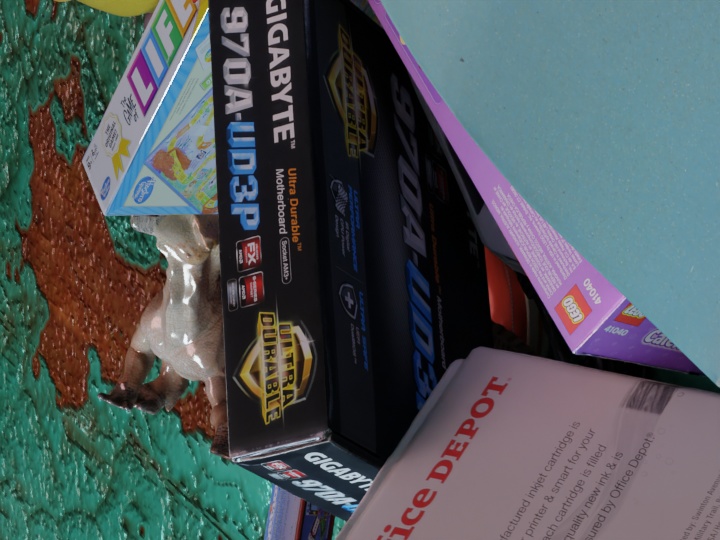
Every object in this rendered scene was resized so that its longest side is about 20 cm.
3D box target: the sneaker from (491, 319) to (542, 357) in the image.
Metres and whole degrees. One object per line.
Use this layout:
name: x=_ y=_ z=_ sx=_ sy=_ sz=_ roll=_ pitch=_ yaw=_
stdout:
sneaker: x=0.084 y=0.119 z=1.220 sx=0.200 sy=0.071 sz=0.113 roll=49 pitch=149 yaw=31

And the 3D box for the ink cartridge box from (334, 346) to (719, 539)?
ink cartridge box: x=0.100 y=0.118 z=1.029 sx=0.199 sy=0.147 sz=0.083 roll=10 pitch=140 yaw=35

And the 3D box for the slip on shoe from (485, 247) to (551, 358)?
slip on shoe: x=0.036 y=0.047 z=1.302 sx=0.074 sy=0.061 sz=0.200 roll=62 pitch=143 yaw=37

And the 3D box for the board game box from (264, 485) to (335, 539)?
board game box: x=-0.022 y=0.073 z=1.356 sx=0.103 sy=0.019 sz=0.201 roll=130 pitch=150 yaw=-71

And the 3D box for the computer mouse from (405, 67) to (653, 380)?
computer mouse: x=0.070 y=-0.031 z=1.168 sx=0.044 sy=0.110 sz=0.201 roll=-25 pitch=82 yaw=17

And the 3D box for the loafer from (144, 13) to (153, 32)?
loafer: x=-0.061 y=-0.070 z=1.382 sx=0.063 sy=0.072 sz=0.200 roll=51 pitch=170 yaw=22

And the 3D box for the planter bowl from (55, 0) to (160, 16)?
planter bowl: x=-0.041 y=-0.168 z=1.271 sx=0.083 sy=0.201 sz=0.200 roll=43 pitch=158 yaw=-19

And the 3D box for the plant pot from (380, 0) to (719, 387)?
plant pot: x=0.108 y=-0.095 z=0.980 sx=0.200 sy=0.141 sz=0.142 roll=39 pitch=134 yaw=18

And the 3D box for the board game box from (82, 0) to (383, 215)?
board game box: x=-0.022 y=-0.102 z=1.223 sx=0.200 sy=0.134 sz=0.034 roll=-59 pitch=44 yaw=40

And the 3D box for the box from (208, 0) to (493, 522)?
box: x=0.000 y=0.000 z=1.141 sx=0.046 sy=0.159 sz=0.201 roll=-15 pitch=64 yaw=24

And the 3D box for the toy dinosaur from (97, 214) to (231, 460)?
toy dinosaur: x=-0.060 y=0.015 z=1.379 sx=0.200 sy=0.086 sz=0.136 roll=28 pitch=-96 yaw=-81

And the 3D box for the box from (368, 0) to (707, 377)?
box: x=0.093 y=-0.045 z=1.096 sx=0.039 sy=0.137 sz=0.200 roll=-49 pitch=51 yaw=28
